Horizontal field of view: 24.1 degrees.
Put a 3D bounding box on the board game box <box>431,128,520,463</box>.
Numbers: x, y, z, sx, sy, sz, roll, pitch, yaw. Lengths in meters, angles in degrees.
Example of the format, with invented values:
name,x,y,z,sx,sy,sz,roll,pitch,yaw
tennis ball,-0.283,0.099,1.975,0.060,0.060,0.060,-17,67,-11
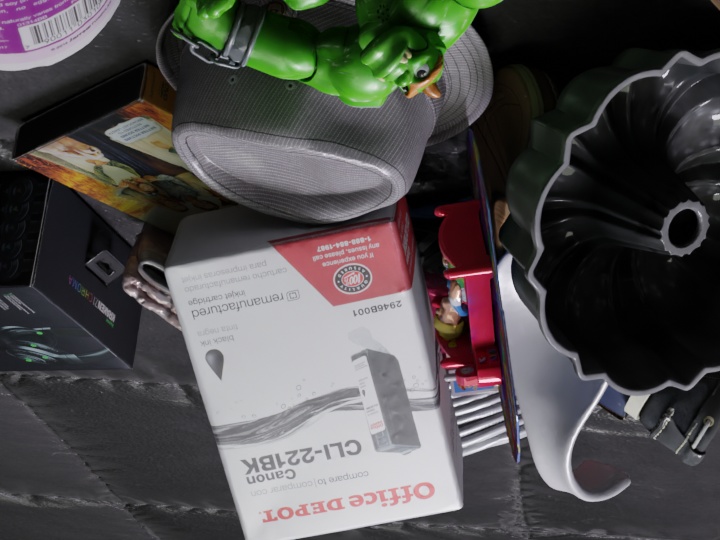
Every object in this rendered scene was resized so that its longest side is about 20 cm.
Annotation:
name,x,y,z,sx,sy,sz,roll,pitch,yaw
board game box,0.062,0.018,1.010,0.039,0.202,0.158,-9,-174,1

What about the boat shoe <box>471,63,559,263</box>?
name,x,y,z,sx,sy,sz,roll,pitch,yaw
boat shoe,0.113,-0.067,1.044,0.071,0.073,0.200,-16,152,-7

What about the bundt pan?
name,x,y,z,sx,sy,sz,roll,pitch,yaw
bundt pan,0.164,-0.035,0.957,0.201,0.203,0.076,20,-170,-30

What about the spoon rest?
name,x,y,z,sx,sy,sz,roll,pitch,yaw
spoon rest,0.133,0.072,1.088,0.099,0.061,0.201,15,132,40

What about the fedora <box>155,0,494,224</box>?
name,x,y,z,sx,sy,sz,roll,pitch,yaw
fedora,-0.029,-0.086,0.963,0.198,0.091,0.177,9,154,7

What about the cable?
name,x,y,z,sx,sy,sz,roll,pitch,yaw
cable,0.091,0.095,1.330,0.198,0.070,0.200,-17,-177,9

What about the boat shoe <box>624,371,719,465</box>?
name,x,y,z,sx,sy,sz,roll,pitch,yaw
boat shoe,0.267,0.054,1.137,0.068,0.200,0.072,41,155,24

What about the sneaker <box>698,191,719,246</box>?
name,x,y,z,sx,sy,sz,roll,pitch,yaw
sneaker,0.294,-0.033,1.067,0.198,0.078,0.082,7,153,-23

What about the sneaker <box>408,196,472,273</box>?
name,x,y,z,sx,sy,sz,roll,pitch,yaw
sneaker,0.042,0.000,1.190,0.198,0.083,0.071,-9,152,34

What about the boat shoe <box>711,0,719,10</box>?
name,x,y,z,sx,sy,sz,roll,pitch,yaw
boat shoe,0.255,-0.119,0.869,0.199,0.073,0.072,34,152,-31

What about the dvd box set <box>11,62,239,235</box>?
name,x,y,z,sx,sy,sz,roll,pitch,yaw
dvd box set,-0.113,-0.067,1.139,0.146,0.030,0.199,-16,148,42

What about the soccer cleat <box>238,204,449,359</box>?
name,x,y,z,sx,sy,sz,roll,pitch,yaw
soccer cleat,0.000,0.000,1.119,0.198,0.087,0.070,14,134,-6

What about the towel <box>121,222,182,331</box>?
name,x,y,z,sx,sy,sz,roll,pitch,yaw
towel,-0.077,0.037,1.193,0.199,0.032,0.191,35,-174,-9

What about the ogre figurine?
name,x,y,z,sx,sy,sz,roll,pitch,yaw
ogre figurine,0.004,-0.148,0.831,0.119,0.098,0.200,31,117,-23

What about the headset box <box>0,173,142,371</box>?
name,x,y,z,sx,sy,sz,roll,pitch,yaw
headset box,-0.277,0.006,1.281,0.198,0.094,0.174,-2,156,19

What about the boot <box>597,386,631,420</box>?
name,x,y,z,sx,sy,sz,roll,pitch,yaw
boot,0.173,0.013,1.114,0.097,0.075,0.201,33,135,9

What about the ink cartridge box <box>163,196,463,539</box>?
name,x,y,z,sx,sy,sz,roll,pitch,yaw
ink cartridge box,-0.024,0.058,1.047,0.143,0.084,0.201,-11,113,8

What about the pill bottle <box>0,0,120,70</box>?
name,x,y,z,sx,sy,sz,roll,pitch,yaw
pill bottle,-0.171,-0.184,0.760,0.111,0.113,0.200,6,158,2
